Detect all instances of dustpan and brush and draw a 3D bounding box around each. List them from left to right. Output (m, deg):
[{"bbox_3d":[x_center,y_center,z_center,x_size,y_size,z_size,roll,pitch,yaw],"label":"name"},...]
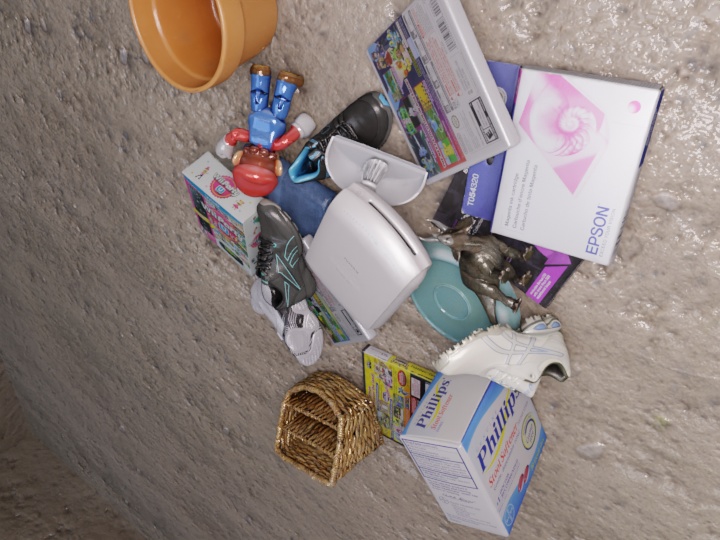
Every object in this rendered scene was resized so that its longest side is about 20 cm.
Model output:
[{"bbox_3d":[0.010,-0.119,0.865,0.139,0.057,0.200,21,174,-2],"label":"dustpan and brush"}]

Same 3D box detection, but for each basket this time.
[{"bbox_3d":[-0.079,0.294,1.150,0.200,0.149,0.143,12,124,49],"label":"basket"}]

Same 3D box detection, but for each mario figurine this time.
[{"bbox_3d":[-0.150,-0.214,0.931,0.123,0.106,0.201,28,110,34],"label":"mario figurine"}]

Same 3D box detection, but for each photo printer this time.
[{"bbox_3d":[0.009,-0.019,0.841,0.166,0.069,0.200,49,149,8],"label":"photo printer"}]

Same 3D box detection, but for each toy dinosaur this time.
[{"bbox_3d":[0.160,-0.003,0.756,0.102,0.077,0.200,31,165,38],"label":"toy dinosaur"}]

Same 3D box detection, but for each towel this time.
[{"bbox_3d":[-0.123,-0.131,1.006,0.200,0.049,0.112,34,134,21],"label":"towel"}]

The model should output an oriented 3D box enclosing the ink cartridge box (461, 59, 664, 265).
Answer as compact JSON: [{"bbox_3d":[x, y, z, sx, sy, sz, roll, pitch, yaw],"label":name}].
[{"bbox_3d":[0.214,-0.126,0.683,0.199,0.043,0.197,19,119,26],"label":"ink cartridge box"}]

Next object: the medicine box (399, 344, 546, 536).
[{"bbox_3d":[0.173,0.243,0.870,0.103,0.182,0.200,-2,127,40],"label":"medicine box"}]

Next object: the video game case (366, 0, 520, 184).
[{"bbox_3d":[0.093,-0.219,0.729,0.201,0.023,0.182,64,155,-6],"label":"video game case"}]

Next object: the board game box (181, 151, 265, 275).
[{"bbox_3d":[-0.232,-0.096,1.066,0.147,0.064,0.200,39,156,13],"label":"board game box"}]

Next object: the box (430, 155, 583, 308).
[{"bbox_3d":[0.200,-0.062,0.778,0.200,0.036,0.143,39,135,17],"label":"box"}]

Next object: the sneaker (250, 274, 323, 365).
[{"bbox_3d":[-0.144,0.085,1.138,0.115,0.075,0.201,4,121,60],"label":"sneaker"}]

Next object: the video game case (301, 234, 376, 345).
[{"bbox_3d":[-0.064,0.042,1.044,0.200,0.022,0.182,56,157,-4],"label":"video game case"}]

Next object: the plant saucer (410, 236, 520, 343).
[{"bbox_3d":[0.141,0.041,0.879,0.200,0.027,0.201,32,144,27],"label":"plant saucer"}]

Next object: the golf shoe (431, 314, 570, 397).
[{"bbox_3d":[0.194,0.121,0.778,0.078,0.199,0.098,117,138,-58],"label":"golf shoe"}]

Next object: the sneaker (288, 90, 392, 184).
[{"bbox_3d":[-0.030,-0.182,0.866,0.073,0.082,0.200,55,136,1],"label":"sneaker"}]

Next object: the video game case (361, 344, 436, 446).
[{"bbox_3d":[0.085,0.248,1.089,0.180,0.025,0.201,19,128,31],"label":"video game case"}]

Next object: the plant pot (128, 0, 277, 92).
[{"bbox_3d":[-0.216,-0.375,0.861,0.200,0.140,0.201,21,128,29],"label":"plant pot"}]

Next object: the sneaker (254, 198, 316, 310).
[{"bbox_3d":[-0.132,-0.020,0.963,0.075,0.079,0.201,29,144,49],"label":"sneaker"}]
